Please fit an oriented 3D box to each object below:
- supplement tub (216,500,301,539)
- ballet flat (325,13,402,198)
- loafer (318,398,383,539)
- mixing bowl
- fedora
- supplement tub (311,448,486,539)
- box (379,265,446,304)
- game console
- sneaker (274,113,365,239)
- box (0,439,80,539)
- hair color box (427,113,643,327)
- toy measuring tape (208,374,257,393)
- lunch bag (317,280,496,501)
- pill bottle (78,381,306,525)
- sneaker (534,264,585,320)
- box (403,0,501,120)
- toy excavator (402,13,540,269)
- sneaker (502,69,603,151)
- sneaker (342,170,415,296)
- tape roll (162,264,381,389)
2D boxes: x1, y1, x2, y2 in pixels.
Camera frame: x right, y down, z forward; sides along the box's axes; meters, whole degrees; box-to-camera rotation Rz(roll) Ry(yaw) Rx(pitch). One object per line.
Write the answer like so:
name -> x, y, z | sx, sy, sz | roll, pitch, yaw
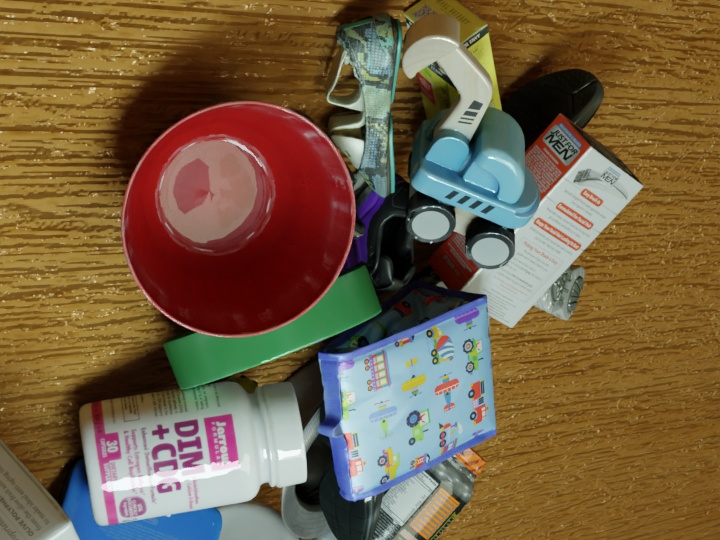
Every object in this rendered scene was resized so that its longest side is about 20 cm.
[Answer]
supplement tub -> -0.109, 0.350, 1.924 | 0.144, 0.145, 0.200 | -41, 146, -11
ballet flat -> 0.000, -0.150, 1.638 | 0.074, 0.074, 0.201 | -27, 138, -29
loafer -> 0.004, 0.196, 1.804 | 0.072, 0.073, 0.201 | -32, 139, -40
mixing bowl -> -0.113, -0.053, 1.520 | 0.198, 0.108, 0.202 | -4, 105, -16
fedora -> -0.044, 0.170, 1.869 | 0.201, 0.090, 0.177 | -56, 149, -4
supplement tub -> 0.044, 0.262, 2.032 | 0.200, 0.122, 0.123 | -48, 147, -1
box -> 0.077, 0.069, 1.872 | 0.200, 0.036, 0.145 | -34, 128, -54
game console -> -0.259, 0.288, 1.768 | 0.199, 0.118, 0.172 | 30, 69, -41
sneaker -> -0.069, -0.030, 1.625 | 0.076, 0.114, 0.200 | 6, 121, -49
box -> -0.338, 0.254, 1.519 | 0.171, 0.200, 0.200 | -38, 146, -19
hair color box -> 0.175, -0.047, 1.784 | 0.200, 0.064, 0.111 | -47, 140, 13
toy measuring tape -> -0.148, 0.166, 1.785 | 0.073, 0.074, 0.200 | -13, 149, -41
lunch bag -> 0.034, 0.119, 1.703 | 0.199, 0.094, 0.152 | -28, 120, -44
pill bottle -> -0.155, 0.164, 1.652 | 0.198, 0.114, 0.114 | -9, 136, -8
sneaker -> 0.181, 0.004, 1.947 | 0.200, 0.099, 0.078 | 47, 62, -69
box -> 0.094, -0.172, 1.706 | 0.050, 0.075, 0.201 | -37, 146, -15
toy excavator -> 0.097, -0.125, 1.635 | 0.193, 0.100, 0.200 | 22, 130, -15
sneaker -> 0.175, -0.118, 1.839 | 0.199, 0.076, 0.114 | -46, 148, 1
sneaker -> 0.000, 0.000, 1.740 | 0.069, 0.099, 0.201 | 7, 117, -49
tape roll -> -0.080, 0.051, 1.638 | 0.199, 0.049, 0.200 | -20, -179, 0
